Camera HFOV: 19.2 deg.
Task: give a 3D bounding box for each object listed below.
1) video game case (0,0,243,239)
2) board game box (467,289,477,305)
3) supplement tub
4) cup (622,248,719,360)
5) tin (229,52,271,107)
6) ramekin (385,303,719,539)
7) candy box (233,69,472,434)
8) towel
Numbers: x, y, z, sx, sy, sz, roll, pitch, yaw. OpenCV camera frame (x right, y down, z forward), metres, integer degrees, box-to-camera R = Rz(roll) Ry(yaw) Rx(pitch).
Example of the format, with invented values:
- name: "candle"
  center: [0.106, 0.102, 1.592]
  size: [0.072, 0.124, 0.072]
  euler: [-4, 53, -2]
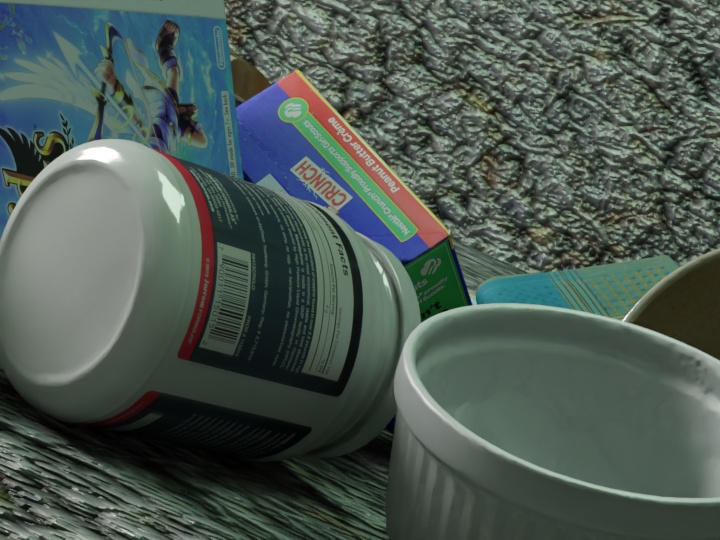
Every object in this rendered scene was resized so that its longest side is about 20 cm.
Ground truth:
- name: "video game case"
  center: [-0.149, -0.072, 1.198]
  size: [0.180, 0.202, 0.045]
  euler: [-2, -7, -42]
- name: "board game box"
  center: [0.118, 0.086, 1.484]
  size: [0.103, 0.106, 0.199]
  euler: [28, 8, 33]
- name: "supplement tub"
  center: [-0.077, 0.021, 1.097]
  size: [0.199, 0.141, 0.140]
  euler: [18, 8, -47]
- name: "cup"
  center: [0.240, 0.103, 1.168]
  size: [0.199, 0.201, 0.143]
  euler: [28, -13, 34]
- name: "tin"
  center: [-0.103, -0.075, 1.371]
  size: [0.111, 0.042, 0.201]
  euler: [8, -31, 8]
- name: "ramekin"
  center: [0.104, 0.106, 1.028]
  size: [0.198, 0.106, 0.200]
  euler: [12, 22, -5]
- name: "candy box"
  center: [0.000, 0.000, 1.308]
  size: [0.169, 0.077, 0.200]
  euler: [50, -9, 34]
- name: "towel"
  center: [0.166, 0.051, 1.327]
  size: [0.145, 0.022, 0.200]
  euler: [-6, 29, -13]
